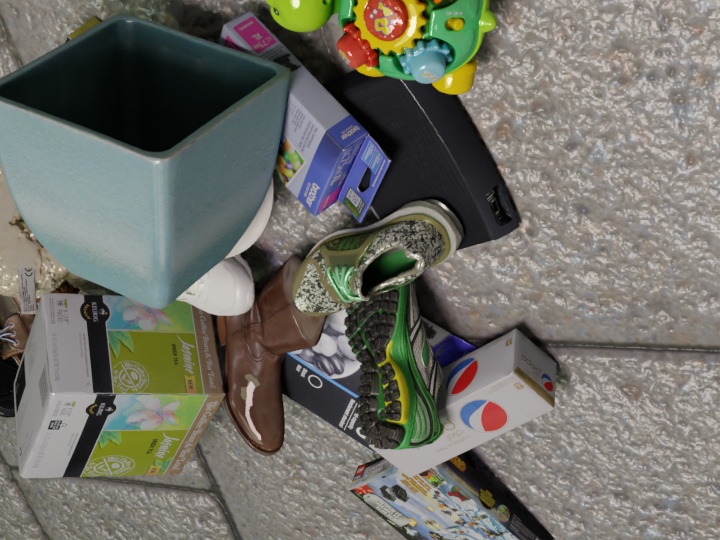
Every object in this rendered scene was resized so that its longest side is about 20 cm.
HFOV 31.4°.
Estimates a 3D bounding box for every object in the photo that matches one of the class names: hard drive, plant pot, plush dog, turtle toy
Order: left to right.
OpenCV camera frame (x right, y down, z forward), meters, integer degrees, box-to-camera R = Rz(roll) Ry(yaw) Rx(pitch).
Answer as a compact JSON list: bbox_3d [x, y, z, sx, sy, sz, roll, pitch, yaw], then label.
[{"bbox_3d":[-0.409,-0.017,1.505,0.200,0.160,0.172,47,161,-7],"label":"plush dog"},{"bbox_3d":[-0.195,-0.085,1.159,0.196,0.196,0.200,21,129,22],"label":"plant pot"},{"bbox_3d":[0.017,-0.222,1.067,0.200,0.101,0.146,15,116,21],"label":"turtle toy"},{"bbox_3d":[0.050,-0.101,1.206,0.135,0.042,0.200,-15,115,39],"label":"hard drive"}]

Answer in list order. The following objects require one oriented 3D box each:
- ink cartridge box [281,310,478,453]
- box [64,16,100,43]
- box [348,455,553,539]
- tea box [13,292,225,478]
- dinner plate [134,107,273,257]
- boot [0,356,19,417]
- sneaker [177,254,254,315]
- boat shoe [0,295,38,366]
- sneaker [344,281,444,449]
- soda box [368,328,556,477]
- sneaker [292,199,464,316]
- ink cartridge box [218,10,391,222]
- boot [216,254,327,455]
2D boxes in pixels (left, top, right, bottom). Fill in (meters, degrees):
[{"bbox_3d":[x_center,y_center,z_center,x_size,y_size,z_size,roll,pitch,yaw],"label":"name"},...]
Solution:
[{"bbox_3d":[0.016,0.111,1.398,0.200,0.043,0.198,30,134,7],"label":"ink cartridge box"},{"bbox_3d":[-0.303,-0.173,1.363,0.075,0.050,0.200,40,135,-2],"label":"box"},{"bbox_3d":[0.103,0.277,1.456,0.200,0.040,0.137,43,135,-20],"label":"box"},{"bbox_3d":[-0.281,0.135,1.469,0.197,0.134,0.200,2,145,-24],"label":"tea box"},{"bbox_3d":[-0.175,-0.100,1.271,0.200,0.024,0.200,16,122,26],"label":"dinner plate"},{"bbox_3d":[-0.510,0.167,1.717,0.198,0.073,0.163,44,133,28],"label":"boot"},{"bbox_3d":[-0.202,0.008,1.379,0.200,0.099,0.078,17,110,36],"label":"sneaker"},{"bbox_3d":[-0.427,0.080,1.625,0.072,0.072,0.200,-20,113,40],"label":"boat shoe"},{"bbox_3d":[0.038,0.084,1.285,0.085,0.200,0.078,14,156,-41],"label":"sneaker"},{"bbox_3d":[0.104,0.139,1.318,0.200,0.064,0.068,-32,120,34],"label":"soda box"},{"bbox_3d":[0.000,0.000,1.213,0.200,0.089,0.077,-29,103,35],"label":"sneaker"},{"bbox_3d":[-0.063,-0.135,1.207,0.200,0.042,0.119,45,149,10],"label":"ink cartridge box"},{"bbox_3d":[-0.082,0.094,1.364,0.200,0.064,0.187,-28,78,54],"label":"boot"}]
